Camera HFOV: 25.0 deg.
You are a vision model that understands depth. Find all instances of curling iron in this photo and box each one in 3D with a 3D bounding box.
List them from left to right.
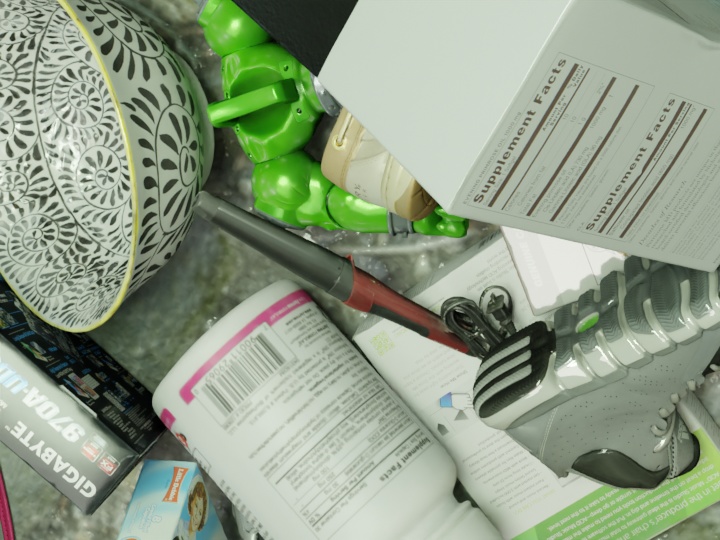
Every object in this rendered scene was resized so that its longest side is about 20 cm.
[{"bbox_3d":[0.000,0.000,0.893,0.199,0.026,0.050,24,125,-11],"label":"curling iron"}]

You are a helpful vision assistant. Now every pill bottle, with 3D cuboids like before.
[{"bbox_3d":[-0.016,0.114,0.936,0.200,0.113,0.113,48,114,7],"label":"pill bottle"}]

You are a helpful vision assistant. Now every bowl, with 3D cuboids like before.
[{"bbox_3d":[-0.144,-0.074,0.916,0.200,0.094,0.203,23,121,46],"label":"bowl"}]

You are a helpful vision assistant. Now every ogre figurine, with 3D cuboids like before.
[{"bbox_3d":[-0.020,-0.106,0.888,0.119,0.098,0.201,-16,112,11],"label":"ogre figurine"}]

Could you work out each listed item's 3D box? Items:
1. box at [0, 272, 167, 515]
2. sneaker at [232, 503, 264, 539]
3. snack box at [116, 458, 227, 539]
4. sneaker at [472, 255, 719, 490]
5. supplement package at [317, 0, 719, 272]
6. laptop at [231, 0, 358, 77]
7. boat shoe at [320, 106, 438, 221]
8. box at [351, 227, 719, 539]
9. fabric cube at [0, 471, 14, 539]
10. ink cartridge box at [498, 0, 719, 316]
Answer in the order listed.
[{"bbox_3d":[-0.186,0.059,0.936,0.159,0.200,0.046,41,90,-2],"label":"box"},{"bbox_3d":[-0.034,0.214,0.976,0.077,0.140,0.201,-25,101,22],"label":"sneaker"},{"bbox_3d":[-0.105,0.217,0.967,0.037,0.117,0.201,3,139,15],"label":"snack box"},{"bbox_3d":[0.167,0.054,0.867,0.199,0.075,0.116,-30,119,30],"label":"sneaker"},{"bbox_3d":[0.101,-0.085,0.741,0.114,0.199,0.110,48,116,39],"label":"supplement package"},{"bbox_3d":[0.002,-0.209,0.813,0.103,0.201,0.178,28,114,-21],"label":"laptop"},{"bbox_3d":[0.029,-0.130,0.815,0.069,0.074,0.202,17,89,19],"label":"boat shoe"},{"bbox_3d":[0.110,0.077,0.949,0.144,0.036,0.201,-34,96,23],"label":"box"},{"bbox_3d":[-0.361,0.151,1.016,0.198,0.200,0.198,-3,109,18],"label":"fabric cube"},{"bbox_3d":[0.142,-0.097,0.869,0.175,0.045,0.201,-19,101,18],"label":"ink cartridge box"}]
